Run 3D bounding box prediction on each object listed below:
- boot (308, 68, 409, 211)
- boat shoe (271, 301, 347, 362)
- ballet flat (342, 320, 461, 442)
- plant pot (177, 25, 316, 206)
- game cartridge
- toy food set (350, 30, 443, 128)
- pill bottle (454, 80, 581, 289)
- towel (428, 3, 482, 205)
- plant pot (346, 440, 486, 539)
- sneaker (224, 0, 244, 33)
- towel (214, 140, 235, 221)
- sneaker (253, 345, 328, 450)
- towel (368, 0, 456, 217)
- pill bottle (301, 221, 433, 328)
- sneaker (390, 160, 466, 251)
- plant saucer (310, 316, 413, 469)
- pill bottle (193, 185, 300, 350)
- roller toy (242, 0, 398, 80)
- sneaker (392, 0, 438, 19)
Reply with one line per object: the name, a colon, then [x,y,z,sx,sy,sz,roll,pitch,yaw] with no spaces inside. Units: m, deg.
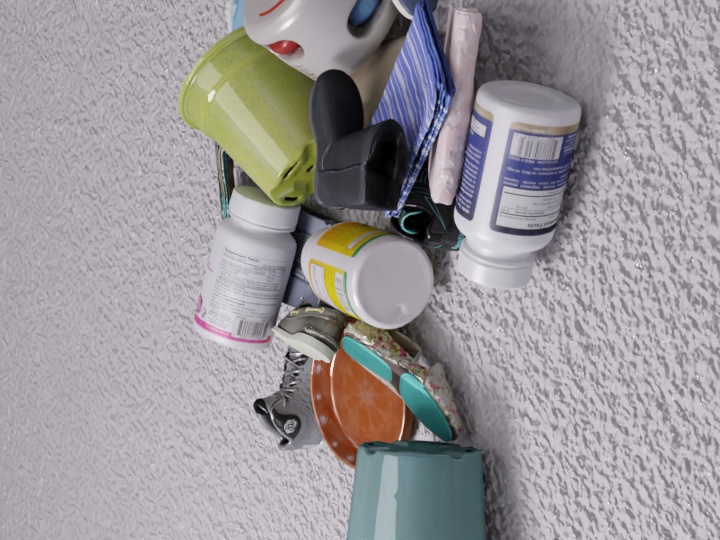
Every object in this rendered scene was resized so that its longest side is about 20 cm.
boot: [-0.004,-0.148,1.485,0.200,0.065,0.167,-171,77,-76]
boat shoe: [-0.064,0.076,1.746,0.061,0.072,0.202,-60,14,-7]
ballet flat: [0.062,0.122,1.635,0.200,0.064,0.076,42,149,21]
plant pot: [-0.109,-0.195,1.768,0.185,0.199,0.201,53,137,22]
game cartridge: [-0.087,-0.020,1.861,0.199,0.041,0.135,27,111,53]
toy food set: [0.030,-0.186,1.616,0.143,0.060,0.202,4,79,55]
pill bottle: [0.159,-0.088,1.414,0.111,0.110,0.202,39,126,48]
towel: [0.102,-0.187,1.467,0.191,0.032,0.202,-83,-1,-77]
plant pot: [0.065,0.304,1.571,0.199,0.198,0.199,0,88,57]
sneaker: [-0.149,-0.302,1.892,0.090,0.078,0.202,15,108,52]
towel: [-0.192,-0.131,1.956,0.147,0.021,0.202,-93,2,-58]
sneaker: [-0.095,0.152,1.849,0.075,0.114,0.203,-4,92,57]
towel: [0.049,-0.173,1.455,0.201,0.024,0.146,115,152,-47]
pill bottle: [0.000,0.000,1.667,0.200,0.112,0.114,-161,68,-64]
sneaker: [0.066,-0.080,1.592,0.200,0.079,0.076,37,127,51]
plant saucer: [0.004,0.160,1.758,0.199,0.032,0.203,9,101,52]
pill bottle: [-0.151,-0.004,1.823,0.113,0.112,0.202,33,111,50]
roller toy: [-0.042,-0.326,1.627,0.200,0.139,0.184,-39,36,32]
sneaker: [0.076,-0.387,1.525,0.084,0.074,0.203,15,107,60]
